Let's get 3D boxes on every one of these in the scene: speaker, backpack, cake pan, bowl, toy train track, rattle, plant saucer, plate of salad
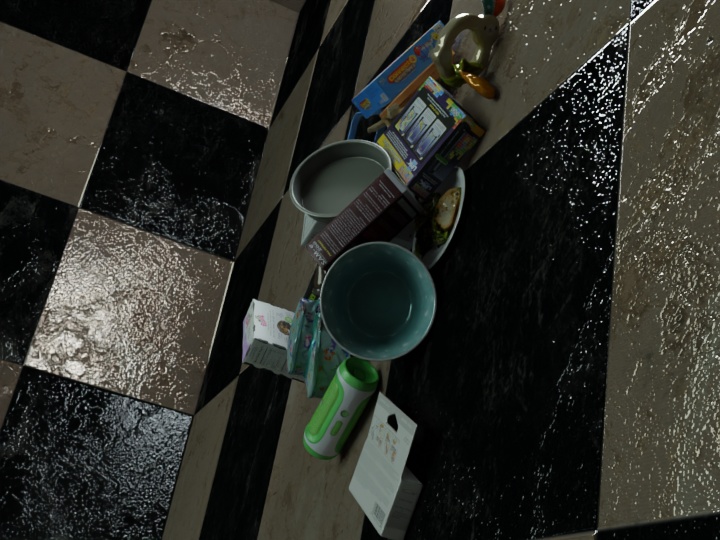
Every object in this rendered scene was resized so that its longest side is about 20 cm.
[{"bbox_3d":[-0.038,0.262,1.711,0.089,0.087,0.201,-98,31,-58],"label":"speaker"},{"bbox_3d":[-0.074,0.158,1.843,0.178,0.148,0.202,108,161,-52],"label":"backpack"},{"bbox_3d":[-0.034,-0.162,1.682,0.037,0.197,0.202,68,-160,-47],"label":"cake pan"},{"bbox_3d":[0.031,0.056,1.574,0.105,0.198,0.203,69,-141,-85],"label":"bowl"},{"bbox_3d":[0.073,-0.286,1.829,0.114,0.033,0.200,-31,-10,-2],"label":"toy train track"},{"bbox_3d":[0.231,-0.417,1.618,0.200,0.130,0.143,-46,26,-8],"label":"rattle"},{"bbox_3d":[0.120,-0.376,1.858,0.200,0.032,0.200,-44,4,4],"label":"plant saucer"},{"bbox_3d":[0.130,-0.094,1.621,0.200,0.047,0.203,-161,90,-74],"label":"plate of salad"}]

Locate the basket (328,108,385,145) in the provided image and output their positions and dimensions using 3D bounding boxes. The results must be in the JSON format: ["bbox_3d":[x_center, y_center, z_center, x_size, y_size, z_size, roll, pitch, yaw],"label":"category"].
[{"bbox_3d":[-0.002,-0.269,2.073,0.176,0.137,0.203,-164,87,-68],"label":"basket"}]

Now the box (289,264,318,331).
[{"bbox_3d":[-0.076,0.035,2.021,0.202,0.047,0.193,-66,-12,17],"label":"box"}]

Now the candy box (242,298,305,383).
[{"bbox_3d":[-0.161,0.162,2.017,0.168,0.198,0.072,-101,34,-61],"label":"candy box"}]

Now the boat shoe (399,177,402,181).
[{"bbox_3d":[0.116,-0.253,1.815,0.069,0.071,0.203,110,170,-68],"label":"boat shoe"}]

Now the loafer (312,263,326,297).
[{"bbox_3d":[0.000,0.000,1.699,0.073,0.198,0.072,11,110,54],"label":"loafer"}]

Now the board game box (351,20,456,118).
[{"bbox_3d":[0.089,-0.425,1.934,0.196,0.056,0.200,-44,9,-12],"label":"board game box"}]

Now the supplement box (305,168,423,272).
[{"bbox_3d":[0.008,-0.075,1.586,0.200,0.109,0.061,-43,65,5],"label":"supplement box"}]

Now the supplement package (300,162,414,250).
[{"bbox_3d":[-0.002,-0.107,1.791,0.111,0.198,0.157,126,156,-44],"label":"supplement package"}]

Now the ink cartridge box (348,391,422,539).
[{"bbox_3d":[0.049,0.307,1.444,0.200,0.044,0.178,-153,82,-73],"label":"ink cartridge box"}]

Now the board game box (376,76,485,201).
[{"bbox_3d":[0.125,-0.245,1.665,0.166,0.056,0.201,-50,32,16],"label":"board game box"}]
